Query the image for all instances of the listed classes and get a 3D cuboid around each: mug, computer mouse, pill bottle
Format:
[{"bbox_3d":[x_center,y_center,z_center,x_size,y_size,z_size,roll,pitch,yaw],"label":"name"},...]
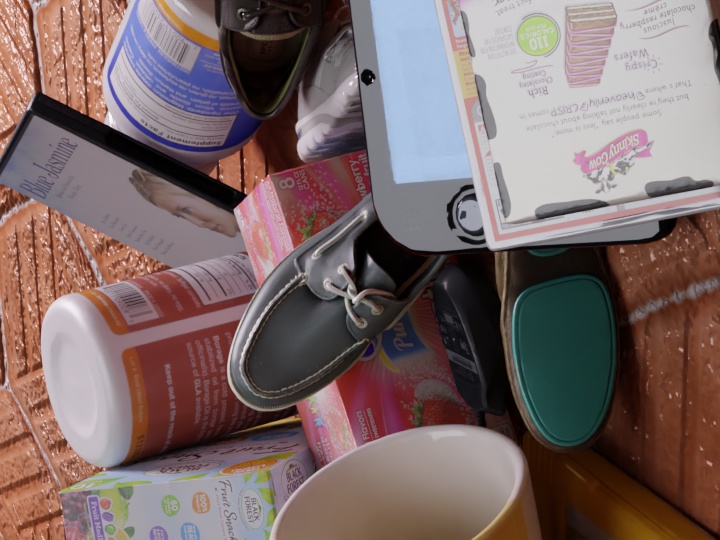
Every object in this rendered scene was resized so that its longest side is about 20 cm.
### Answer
[{"bbox_3d":[0.034,0.200,1.517,0.149,0.187,0.153,3,125,38],"label":"mug"},{"bbox_3d":[0.083,0.089,1.565,0.059,0.034,0.200,-150,43,-68],"label":"computer mouse"},{"bbox_3d":[-0.104,-0.139,1.770,0.112,0.112,0.200,63,151,22],"label":"pill bottle"},{"bbox_3d":[-0.092,0.050,1.742,0.112,0.200,0.112,35,132,52],"label":"pill bottle"}]

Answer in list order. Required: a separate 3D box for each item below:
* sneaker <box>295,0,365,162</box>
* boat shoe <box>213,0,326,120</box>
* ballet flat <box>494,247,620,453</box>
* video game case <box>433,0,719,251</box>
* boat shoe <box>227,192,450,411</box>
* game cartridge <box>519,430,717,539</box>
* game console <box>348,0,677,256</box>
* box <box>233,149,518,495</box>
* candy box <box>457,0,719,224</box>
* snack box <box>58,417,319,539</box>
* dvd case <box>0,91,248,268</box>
[{"bbox_3d":[0.005,-0.131,1.612,0.200,0.075,0.082,-35,65,56],"label":"sneaker"},{"bbox_3d":[-0.049,-0.160,1.577,0.200,0.073,0.065,89,175,-60],"label":"boat shoe"},{"bbox_3d":[0.100,0.000,1.521,0.072,0.068,0.200,-171,68,-82],"label":"ballet flat"},{"bbox_3d":[0.110,-0.119,1.407,0.143,0.017,0.200,-11,94,29],"label":"video game case"},{"bbox_3d":[0.000,0.000,1.557,0.073,0.200,0.062,46,175,1],"label":"boat shoe"},{"bbox_3d":[0.147,0.202,1.552,0.200,0.032,0.177,34,131,51],"label":"game cartridge"},{"bbox_3d":[0.077,-0.110,1.449,0.177,0.031,0.200,-2,99,34],"label":"game console"},{"bbox_3d":[0.007,0.033,1.642,0.095,0.102,0.200,141,113,-71],"label":"box"},{"bbox_3d":[0.121,-0.133,1.353,0.136,0.061,0.200,-10,94,31],"label":"candy box"},{"bbox_3d":[-0.081,0.134,1.719,0.142,0.200,0.053,-9,95,21],"label":"snack box"},{"bbox_3d":[-0.142,-0.046,1.822,0.018,0.200,0.143,-67,9,-22],"label":"dvd case"}]
